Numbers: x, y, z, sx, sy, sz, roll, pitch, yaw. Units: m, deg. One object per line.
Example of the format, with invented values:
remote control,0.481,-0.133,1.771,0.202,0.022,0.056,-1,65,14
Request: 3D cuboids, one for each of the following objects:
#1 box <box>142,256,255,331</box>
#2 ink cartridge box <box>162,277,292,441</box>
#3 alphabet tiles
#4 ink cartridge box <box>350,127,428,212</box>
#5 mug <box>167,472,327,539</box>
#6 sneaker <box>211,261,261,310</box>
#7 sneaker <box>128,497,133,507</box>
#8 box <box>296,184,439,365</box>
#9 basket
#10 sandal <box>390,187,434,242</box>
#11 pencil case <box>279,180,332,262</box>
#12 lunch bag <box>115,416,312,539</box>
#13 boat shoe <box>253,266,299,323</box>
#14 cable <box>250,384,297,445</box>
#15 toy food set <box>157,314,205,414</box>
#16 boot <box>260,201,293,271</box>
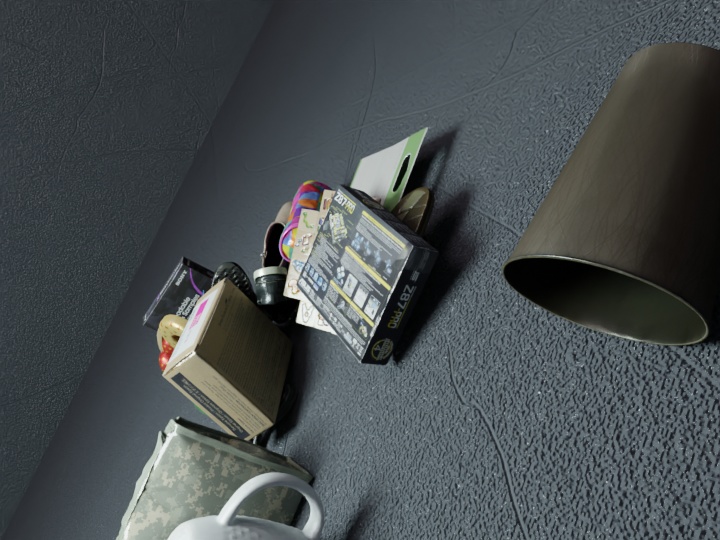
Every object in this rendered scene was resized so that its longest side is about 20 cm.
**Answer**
box,-0.273,0.080,1.258,0.143,0.199,0.036,-54,24,15
ink cartridge box,-0.192,0.132,1.044,0.075,0.165,0.200,-35,22,21
alphabet tiles,-0.033,-0.012,0.987,0.166,0.006,0.201,12,90,33
ink cartridge box,0.040,-0.124,1.055,0.200,0.048,0.146,-10,55,59
mug,-0.111,0.312,0.726,0.147,0.175,0.201,9,72,64
sneaker,-0.204,0.067,1.180,0.070,0.201,0.090,-18,25,-2
sneaker,-0.389,0.485,1.192,0.099,0.071,0.200,-52,35,10
box,0.000,0.000,0.886,0.200,0.049,0.162,44,117,50
basket,0.224,-0.062,0.540,0.201,0.136,0.180,-62,19,-10
sandal,0.060,-0.008,0.894,0.082,0.054,0.201,7,85,57
pencil case,-0.084,-0.079,1.157,0.088,0.088,0.200,-49,14,24
lunch bag,-0.192,0.293,0.876,0.117,0.199,0.165,4,68,63
boat shoe,-0.133,0.052,1.124,0.199,0.074,0.066,102,159,-72
cable,-0.159,0.264,1.059,0.200,0.050,0.097,-52,16,-9
toy food set,-0.280,0.167,1.204,0.200,0.198,0.049,-46,3,47
boot,-0.137,-0.055,1.227,0.146,0.070,0.201,84,-173,-72
